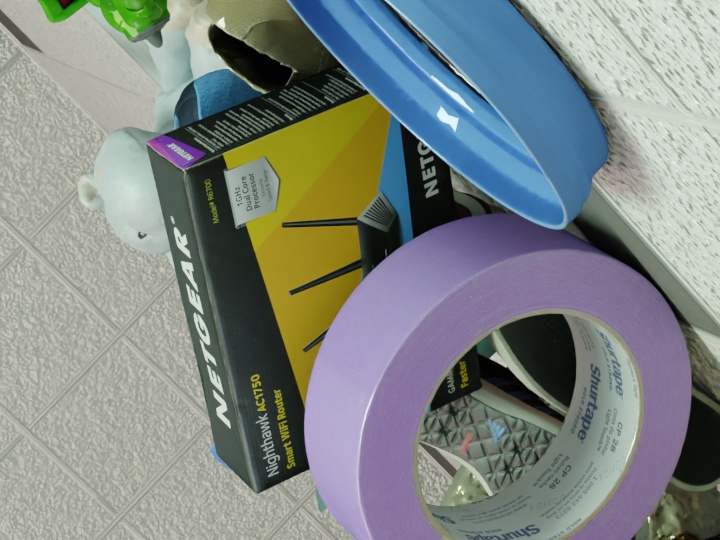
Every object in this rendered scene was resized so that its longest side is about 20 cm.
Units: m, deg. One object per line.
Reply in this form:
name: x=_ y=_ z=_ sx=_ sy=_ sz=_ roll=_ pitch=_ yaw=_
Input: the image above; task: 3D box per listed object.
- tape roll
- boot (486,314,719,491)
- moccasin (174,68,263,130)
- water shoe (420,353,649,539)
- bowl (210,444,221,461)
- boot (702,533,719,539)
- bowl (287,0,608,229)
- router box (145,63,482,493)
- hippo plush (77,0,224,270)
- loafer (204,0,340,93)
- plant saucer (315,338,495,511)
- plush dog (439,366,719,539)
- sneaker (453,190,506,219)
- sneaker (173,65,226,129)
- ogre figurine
tape roll: x=0.073 y=0.074 z=1.147 sx=0.200 sy=0.200 sz=0.066 roll=47 pitch=173 yaw=-32
boot: x=0.120 y=0.045 z=1.287 sx=0.200 sy=0.072 sz=0.144 roll=42 pitch=177 yaw=-20
moccasin: x=-0.050 y=-0.017 z=1.240 sx=0.068 sy=0.080 sz=0.200 roll=-5 pitch=101 yaw=63
water shoe: x=0.095 y=0.093 z=1.290 sx=0.200 sy=0.072 sz=0.079 roll=38 pitch=-151 yaw=12
bowl: x=-0.015 y=0.065 z=1.463 sx=0.039 sy=0.201 sz=0.201 roll=47 pitch=174 yaw=2
boot: x=0.191 y=0.170 z=1.216 sx=0.072 sy=0.166 sz=0.200 roll=57 pitch=178 yaw=12
bowl: x=0.032 y=-0.101 z=0.982 sx=0.201 sy=0.039 sz=0.201 roll=43 pitch=174 yaw=5
router box: x=-0.020 y=0.000 z=1.157 sx=0.051 sy=0.149 sz=0.200 roll=37 pitch=144 yaw=52
hippo plush: x=-0.126 y=-0.099 z=1.472 sx=0.159 sy=0.161 sz=0.200 roll=43 pitch=174 yaw=2
loafer: x=-0.044 y=-0.127 z=1.172 sx=0.076 sy=0.067 sz=0.200 roll=42 pitch=174 yaw=21
plant saucer: x=0.035 y=0.080 z=1.464 sx=0.036 sy=0.200 sz=0.200 roll=47 pitch=174 yaw=2
plush dog: x=0.159 y=0.130 z=1.428 sx=0.172 sy=0.161 sz=0.200 roll=31 pitch=-152 yaw=-5
sneaker: x=0.000 y=0.000 z=1.316 sx=0.090 sy=0.075 sz=0.200 roll=0 pitch=170 yaw=-44
sneaker: x=-0.026 y=-0.049 z=1.378 sx=0.200 sy=0.116 sz=0.074 roll=43 pitch=173 yaw=-11
ogre figurine: x=-0.170 y=-0.212 z=1.308 sx=0.200 sy=0.098 sz=0.120 roll=28 pitch=155 yaw=29
